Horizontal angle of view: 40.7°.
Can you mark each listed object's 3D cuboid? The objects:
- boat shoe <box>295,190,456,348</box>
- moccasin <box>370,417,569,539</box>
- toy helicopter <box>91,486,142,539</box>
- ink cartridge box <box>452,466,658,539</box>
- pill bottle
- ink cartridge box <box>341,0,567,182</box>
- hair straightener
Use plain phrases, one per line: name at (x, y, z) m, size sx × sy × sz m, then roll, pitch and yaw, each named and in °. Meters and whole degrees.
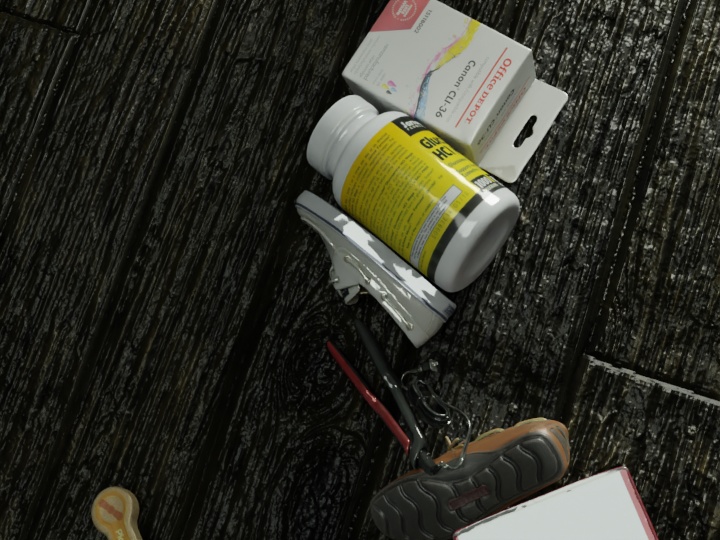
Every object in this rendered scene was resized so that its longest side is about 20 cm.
boat shoe at (0.000, 0.000, 0.960) m, size 0.199 × 0.071 × 0.070 m, roll 40°, pitch 92°, yaw 16°
moccasin at (0.098, 0.188, 0.886) m, size 0.201 × 0.078 × 0.074 m, roll -35°, pitch 86°, yaw 20°
toy helicopter at (-0.204, 0.299, 0.937) m, size 0.131 × 0.079 × 0.201 m, roll -29°, pitch 68°, yaw 6°
ink cartridge box at (0.173, 0.255, 0.784) m, size 0.143 × 0.200 × 0.147 m, roll -23°, pitch 73°, yaw 5°
pill bottle at (0.046, -0.081, 0.940) m, size 0.199 × 0.112 × 0.113 m, roll 39°, pitch 89°, yaw 19°
ink cartridge box at (0.096, -0.187, 0.976) m, size 0.199 × 0.067 × 0.117 m, roll 32°, pitch 86°, yaw 19°
hair straightener at (0.042, 0.109, 0.899) m, size 0.077 × 0.041 × 0.200 m, roll -40°, pitch 44°, yaw 1°
